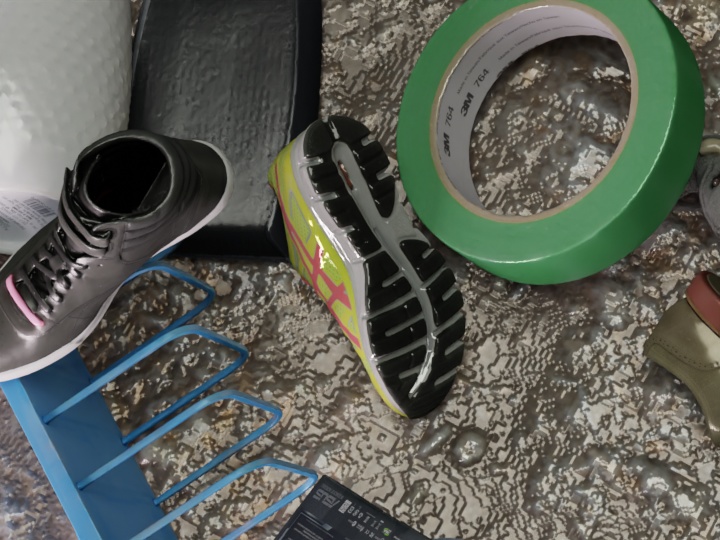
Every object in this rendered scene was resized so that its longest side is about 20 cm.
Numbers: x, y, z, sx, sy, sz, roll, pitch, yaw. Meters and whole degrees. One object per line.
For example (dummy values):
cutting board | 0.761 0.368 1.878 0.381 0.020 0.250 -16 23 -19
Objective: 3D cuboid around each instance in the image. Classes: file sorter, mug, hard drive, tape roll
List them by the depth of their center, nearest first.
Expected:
file sorter | -0.133 0.075 1.367 0.122 0.139 0.201 -33 73 8
mug | -0.227 -0.119 1.400 0.146 0.200 0.177 -9 63 12
tape roll | 0.118 -0.094 1.404 0.199 0.048 0.202 -12 68 29
hard drive | -0.096 -0.109 1.477 0.133 0.042 0.202 3 74 8

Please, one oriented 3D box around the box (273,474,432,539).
box | -0.015 0.218 1.301 0.051 0.200 0.158 43 80 -25

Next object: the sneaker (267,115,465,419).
sneaker | 0.000 0.000 1.416 0.078 0.090 0.202 -25 97 -33

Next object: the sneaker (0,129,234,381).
sneaker | -0.168 -0.014 1.273 0.200 0.099 0.071 -39 74 4

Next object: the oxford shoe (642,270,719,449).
oxford shoe | 0.261 0.095 1.375 0.075 0.070 0.200 -47 74 20

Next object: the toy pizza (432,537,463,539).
toy pizza | 0.017 0.250 1.308 0.032 0.200 0.201 40 79 -26

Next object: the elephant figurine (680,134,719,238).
elephant figurine | 0.273 -0.052 1.357 0.142 0.155 0.200 45 106 -5
